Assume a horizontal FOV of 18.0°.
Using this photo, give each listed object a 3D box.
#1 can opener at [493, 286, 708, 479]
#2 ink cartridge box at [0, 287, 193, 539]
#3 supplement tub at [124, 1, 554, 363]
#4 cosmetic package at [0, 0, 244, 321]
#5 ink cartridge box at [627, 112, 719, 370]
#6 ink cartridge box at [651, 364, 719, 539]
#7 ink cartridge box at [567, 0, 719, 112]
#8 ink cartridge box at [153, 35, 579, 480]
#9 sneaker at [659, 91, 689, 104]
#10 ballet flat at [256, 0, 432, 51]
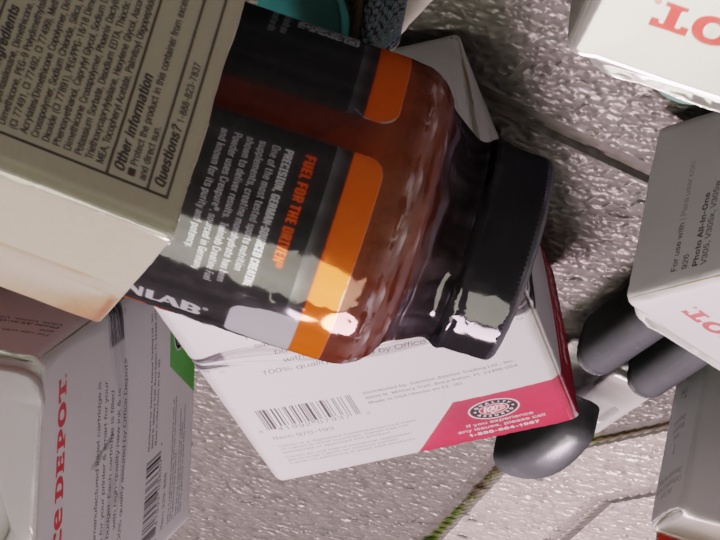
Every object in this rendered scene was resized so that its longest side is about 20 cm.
[{"bbox_3d":[0.126,0.047,1.054,0.052,0.067,0.200,22,149,-13],"label":"can opener"},{"bbox_3d":[-0.145,0.075,1.032,0.083,0.147,0.200,8,-165,14],"label":"ink cartridge box"},{"bbox_3d":[-0.040,-0.033,0.754,0.198,0.108,0.107,18,155,-3],"label":"supplement tub"},{"bbox_3d":[-0.140,-0.073,0.628,0.199,0.104,0.087,23,155,-14],"label":"cosmetic package"},{"bbox_3d":[0.221,-0.011,0.852,0.145,0.085,0.199,31,150,-33],"label":"ink cartridge box"},{"bbox_3d":[0.231,0.141,1.054,0.198,0.175,0.044,18,155,-8],"label":"ink cartridge box"},{"bbox_3d":[0.151,-0.130,0.558,0.144,0.085,0.201,17,129,-6],"label":"ink cartridge box"},{"bbox_3d":[0.000,0.000,0.954,0.144,0.084,0.200,-11,148,10],"label":"ink cartridge box"},{"bbox_3d":[0.108,-0.133,0.684,0.139,0.078,0.200,25,143,-18],"label":"sneaker"},{"bbox_3d":[0.009,-0.119,0.771,0.074,0.075,0.200,15,157,-3],"label":"ballet flat"}]
